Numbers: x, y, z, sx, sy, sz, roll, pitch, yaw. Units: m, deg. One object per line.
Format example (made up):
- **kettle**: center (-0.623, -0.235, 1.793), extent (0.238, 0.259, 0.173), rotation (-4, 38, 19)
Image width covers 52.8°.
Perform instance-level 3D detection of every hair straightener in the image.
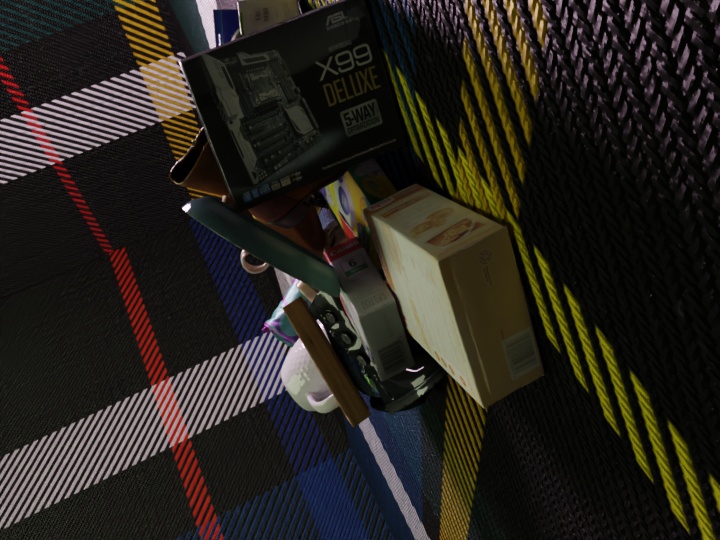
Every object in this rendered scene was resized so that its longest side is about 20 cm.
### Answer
- **hair straightener**: center (-0.048, -0.119, 1.110), extent (0.201, 0.075, 0.042), rotation (-118, 39, -47)

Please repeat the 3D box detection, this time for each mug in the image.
- **mug**: center (-0.047, 0.171, 1.274), extent (0.148, 0.174, 0.201), rotation (48, -171, -22)

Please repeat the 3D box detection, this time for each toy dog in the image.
- **toy dog**: center (-0.105, -0.025, 1.271), extent (0.197, 0.134, 0.096), rotation (26, 179, -19)

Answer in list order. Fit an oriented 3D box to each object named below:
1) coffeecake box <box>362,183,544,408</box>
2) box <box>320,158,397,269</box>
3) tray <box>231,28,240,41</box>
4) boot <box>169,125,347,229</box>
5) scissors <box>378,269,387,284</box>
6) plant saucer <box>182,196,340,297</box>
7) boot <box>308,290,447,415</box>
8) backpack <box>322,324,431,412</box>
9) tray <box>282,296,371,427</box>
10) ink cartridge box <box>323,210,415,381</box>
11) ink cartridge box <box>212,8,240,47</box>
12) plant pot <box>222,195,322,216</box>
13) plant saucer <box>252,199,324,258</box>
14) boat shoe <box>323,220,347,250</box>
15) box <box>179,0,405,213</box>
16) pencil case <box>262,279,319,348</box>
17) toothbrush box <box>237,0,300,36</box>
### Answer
- **coffeecake box**: center (0.086, 0.015, 0.722), extent (0.156, 0.072, 0.200), rotation (70, 169, -23)
- **box**: center (0.001, -0.091, 0.953), extent (0.201, 0.048, 0.119), rotation (56, 157, 38)
- **tray**: center (-0.155, -0.240, 0.921), extent (0.201, 0.022, 0.110), rotation (-105, 5, -65)
- **boot**: center (-0.104, -0.152, 0.851), extent (0.199, 0.188, 0.069), rotation (24, -155, -54)
- **scissors**: center (0.000, 0.000, 1.046), extent (0.199, 0.014, 0.075), rotation (-26, 82, 51)
- **plant saucer**: center (-0.103, -0.031, 0.801), extent (0.198, 0.028, 0.200), rotation (31, -178, -1)
- **boot**: center (0.024, 0.086, 0.990), extent (0.202, 0.065, 0.165), rotation (54, 140, 8)
- **backpack**: center (0.018, 0.110, 1.127), extent (0.163, 0.150, 0.205), rotation (-176, 76, -85)
- **tray**: center (-0.053, 0.135, 1.102), extent (0.202, 0.037, 0.099), rotation (58, 172, 0)
- **ink cartridge box**: center (-0.001, 0.025, 0.889), extent (0.201, 0.050, 0.110), rotation (-121, 9, -49)
- **ink cartridge box**: center (-0.169, -0.333, 1.080), extent (0.200, 0.038, 0.102), rotation (-64, -26, -71)
- **plant pot**: center (-0.174, -0.197, 1.339), extent (0.188, 0.182, 0.203), rotation (84, 173, -58)
- **plant saucer**: center (-0.110, -0.092, 1.098), extent (0.201, 0.037, 0.201), rotation (54, -163, -24)
- **boat shoe**: center (-0.033, -0.046, 1.173), extent (0.070, 0.073, 0.200), rotation (60, 170, -1)
- **box**: center (-0.067, -0.174, 0.754), extent (0.050, 0.196, 0.161), rotation (-132, 21, -66)
- **pencil case**: center (-0.102, 0.045, 1.376), extent (0.091, 0.202, 0.085), rotation (23, 166, 32)
- **toothbrush box**: center (-0.106, -0.249, 1.000), extent (0.202, 0.084, 0.148), rotation (81, 179, -55)
